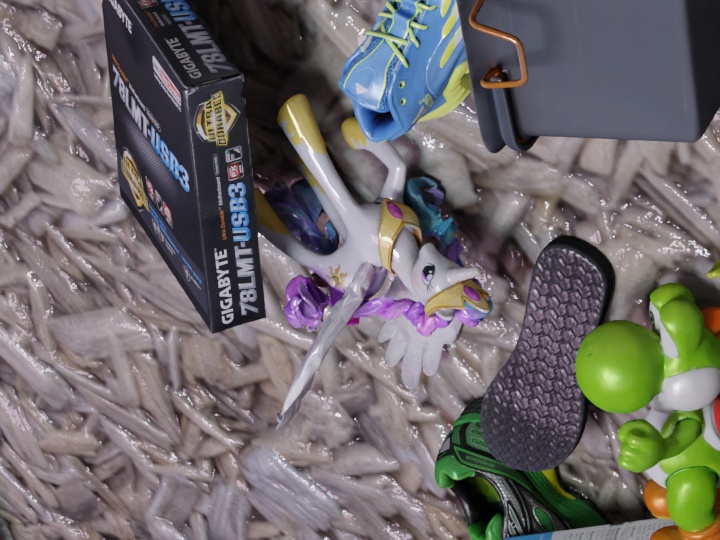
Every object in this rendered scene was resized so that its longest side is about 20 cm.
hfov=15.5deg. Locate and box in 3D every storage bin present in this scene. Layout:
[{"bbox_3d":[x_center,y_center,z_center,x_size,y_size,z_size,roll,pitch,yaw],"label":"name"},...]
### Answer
[{"bbox_3d":[0.139,-0.160,1.541,0.134,0.146,0.201,9,132,26],"label":"storage bin"}]

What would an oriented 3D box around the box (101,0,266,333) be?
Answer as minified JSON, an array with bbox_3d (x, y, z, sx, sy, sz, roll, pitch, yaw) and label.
[{"bbox_3d":[-0.125,-0.092,1.840,0.200,0.049,0.200,-126,25,-49],"label":"box"}]

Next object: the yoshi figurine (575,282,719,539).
[{"bbox_3d":[0.192,0.099,1.761,0.112,0.112,0.201,22,136,39],"label":"yoshi figurine"}]

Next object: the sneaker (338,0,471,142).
[{"bbox_3d":[0.043,-0.151,1.661,0.076,0.105,0.201,33,143,16],"label":"sneaker"}]

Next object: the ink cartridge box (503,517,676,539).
[{"bbox_3d":[0.204,0.239,1.856,0.199,0.068,0.117,-10,121,22],"label":"ink cartridge box"}]

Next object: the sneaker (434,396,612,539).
[{"bbox_3d":[0.122,0.194,1.940,0.200,0.085,0.078,50,144,-8],"label":"sneaker"}]

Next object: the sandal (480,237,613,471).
[{"bbox_3d":[0.137,0.059,1.836,0.075,0.045,0.201,27,126,15],"label":"sandal"}]

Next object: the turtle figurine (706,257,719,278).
[{"bbox_3d":[0.294,0.050,1.643,0.200,0.064,0.162,-14,107,60],"label":"turtle figurine"}]

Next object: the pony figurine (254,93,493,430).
[{"bbox_3d":[0.000,0.000,1.838,0.200,0.166,0.193,50,139,19],"label":"pony figurine"}]
